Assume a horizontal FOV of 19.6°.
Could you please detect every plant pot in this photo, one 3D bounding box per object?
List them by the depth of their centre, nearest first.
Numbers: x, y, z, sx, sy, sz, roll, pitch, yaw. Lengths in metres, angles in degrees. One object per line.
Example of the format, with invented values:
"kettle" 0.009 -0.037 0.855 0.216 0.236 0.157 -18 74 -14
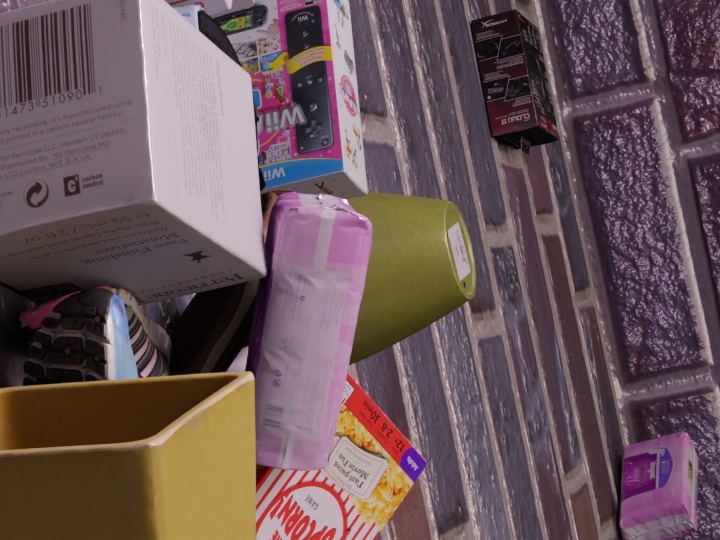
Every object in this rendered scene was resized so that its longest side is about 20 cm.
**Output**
"plant pot" -0.171 0.185 1.290 0.195 0.193 0.201 -31 115 -73
"plant pot" 0.000 0.000 1.946 0.187 0.199 0.188 -13 90 -73

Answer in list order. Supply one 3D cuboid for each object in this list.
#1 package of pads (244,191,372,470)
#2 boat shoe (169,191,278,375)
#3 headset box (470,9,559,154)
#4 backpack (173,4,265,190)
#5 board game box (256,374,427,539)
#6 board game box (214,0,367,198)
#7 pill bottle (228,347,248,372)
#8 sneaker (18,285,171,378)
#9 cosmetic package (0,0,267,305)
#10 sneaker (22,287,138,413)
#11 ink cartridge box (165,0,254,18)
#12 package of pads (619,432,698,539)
"package of pads" -0.044 0.044 1.563 0.121 0.075 0.201 -120 -140 -82
"boat shoe" -0.087 0.031 1.657 0.075 0.075 0.203 44 52 -25
"headset box" 0.236 -0.275 3.134 0.149 0.077 0.201 13 67 -71
"backpack" -0.147 -0.130 1.684 0.200 0.153 0.164 116 -28 -72
"board game box" -0.049 0.191 1.689 0.200 0.046 0.152 -54 133 -15
"board game box" -0.079 -0.153 1.887 0.064 0.147 0.201 43 37 -64
"pill bottle" -0.074 0.114 1.771 0.113 0.112 0.201 -65 140 -64
"sneaker" -0.183 0.072 1.512 0.200 0.073 0.088 46 29 -69
"cosmetic package" -0.180 -0.079 1.472 0.200 0.164 0.166 36 45 -64
"sneaker" -0.174 0.101 1.446 0.090 0.078 0.201 -30 128 -47
"ink cartridge box" -0.175 -0.263 1.705 0.067 0.115 0.200 -85 156 -48
"package of pads" 0.486 0.360 3.399 0.200 0.120 0.076 -77 145 -55
